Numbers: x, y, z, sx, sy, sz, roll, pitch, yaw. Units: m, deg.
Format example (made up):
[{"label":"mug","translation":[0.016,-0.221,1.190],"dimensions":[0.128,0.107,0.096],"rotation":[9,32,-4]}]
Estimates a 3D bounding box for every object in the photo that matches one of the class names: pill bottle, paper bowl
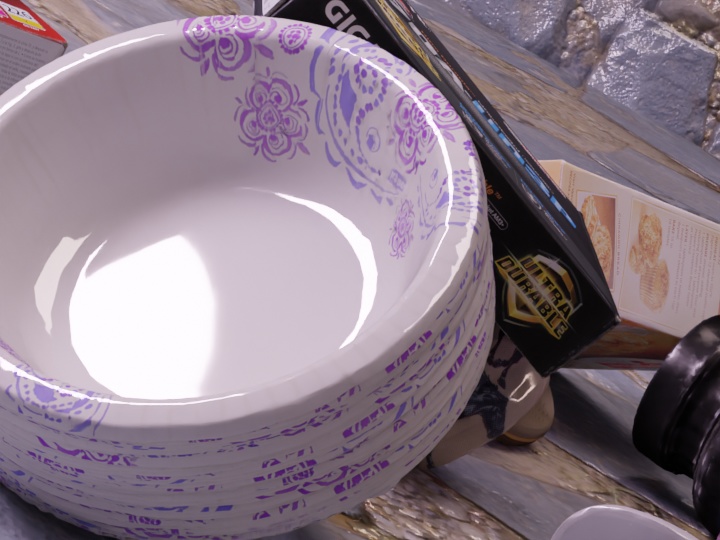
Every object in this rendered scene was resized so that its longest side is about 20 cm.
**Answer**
[{"label":"pill bottle","translation":[0.240,0.110,1.459],"dimensions":[0.200,0.112,0.112],"rotation":[35,12,26]},{"label":"paper bowl","translation":[-0.052,0.012,1.014],"dimensions":[0.200,0.200,0.105],"rotation":[37,-30,34]}]

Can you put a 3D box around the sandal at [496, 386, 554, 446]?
[{"label":"sandal","translation":[0.063,0.015,1.396],"dimensions":[0.081,0.054,0.200],"rotation":[-91,160,-43]}]

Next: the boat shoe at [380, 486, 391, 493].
[{"label":"boat shoe","translation":[-0.043,0.035,1.160],"dimensions":[0.200,0.072,0.066],"rotation":[26,-25,55]}]

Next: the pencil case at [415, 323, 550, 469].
[{"label":"pencil case","translation":[0.000,0.000,1.268],"dimensions":[0.200,0.078,0.090],"rotation":[50,13,-16]}]

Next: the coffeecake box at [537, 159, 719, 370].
[{"label":"coffeecake box","translation":[0.109,0.001,1.556],"dimensions":[0.153,0.074,0.199],"rotation":[-1,-13,43]}]

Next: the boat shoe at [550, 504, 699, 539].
[{"label":"boat shoe","translation":[0.159,0.162,1.123],"dimensions":[0.200,0.072,0.066],"rotation":[33,9,13]}]

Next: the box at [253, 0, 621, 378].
[{"label":"box","translation":[0.030,-0.062,1.256],"dimensions":[0.200,0.046,0.159],"rotation":[50,9,-14]}]

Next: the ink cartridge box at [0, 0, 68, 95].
[{"label":"ink cartridge box","translation":[-0.267,-0.132,1.317],"dimensions":[0.199,0.084,0.175],"rotation":[18,16,-45]}]

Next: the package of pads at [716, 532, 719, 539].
[{"label":"package of pads","translation":[0.237,0.088,1.315],"dimensions":[0.075,0.201,0.120],"rotation":[30,6,31]}]
